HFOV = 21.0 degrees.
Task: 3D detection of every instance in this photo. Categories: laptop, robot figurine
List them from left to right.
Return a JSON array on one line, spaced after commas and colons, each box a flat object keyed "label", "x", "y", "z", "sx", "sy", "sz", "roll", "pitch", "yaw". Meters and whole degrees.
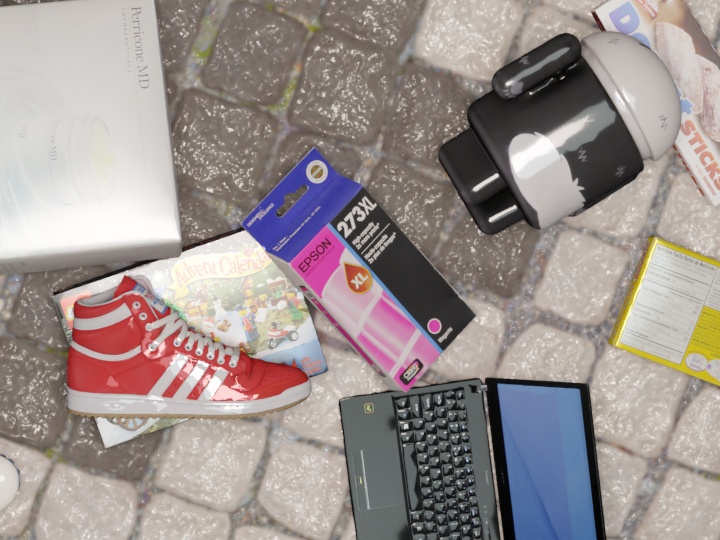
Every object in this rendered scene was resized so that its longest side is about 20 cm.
[{"label": "laptop", "x": 0.094, "y": 0.187, "z": 1.643, "sx": 0.199, "sy": 0.103, "sz": 0.178, "roll": -8, "pitch": 96, "yaw": -6}, {"label": "robot figurine", "x": 0.166, "y": -0.114, "z": 1.608, "sx": 0.200, "sy": 0.150, "sz": 0.125, "roll": -31, "pitch": 84, "yaw": 4}]

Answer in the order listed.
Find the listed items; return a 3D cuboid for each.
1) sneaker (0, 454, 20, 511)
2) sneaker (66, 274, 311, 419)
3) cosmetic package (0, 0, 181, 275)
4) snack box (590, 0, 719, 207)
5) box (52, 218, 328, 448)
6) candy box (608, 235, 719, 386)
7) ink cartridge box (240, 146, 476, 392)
[{"label": "sneaker", "x": -0.381, "y": 0.190, "z": 1.605, "sx": 0.199, "sy": 0.072, "sz": 0.072, "roll": -7, "pitch": 95, "yaw": -7}, {"label": "sneaker", "x": -0.140, "y": 0.060, "z": 1.580, "sx": 0.199, "sy": 0.071, "sz": 0.113, "roll": -1, "pitch": 100, "yaw": -5}, {"label": "cosmetic package", "x": -0.249, "y": -0.103, "z": 1.547, "sx": 0.199, "sy": 0.123, "sz": 0.200, "roll": -7, "pitch": 85, "yaw": -8}, {"label": "snack box", "x": 0.279, "y": -0.157, "z": 1.668, "sx": 0.072, "sy": 0.024, "sz": 0.200, "roll": -33, "pitch": 99, "yaw": 0}, {"label": "box", "x": -0.142, "y": 0.051, "z": 1.634, "sx": 0.200, "sy": 0.038, "sz": 0.137, "roll": -19, "pitch": 98, "yaw": -4}, {"label": "candy box", "x": 0.325, "y": 0.051, "z": 1.695, "sx": 0.200, "sy": 0.026, "sz": 0.102, "roll": 21, "pitch": 91, "yaw": -9}, {"label": "ink cartridge box", "x": 0.000, "y": 0.000, "z": 1.626, "sx": 0.095, "sy": 0.037, "sz": 0.200, "roll": -47, "pitch": 105, "yaw": -16}]
